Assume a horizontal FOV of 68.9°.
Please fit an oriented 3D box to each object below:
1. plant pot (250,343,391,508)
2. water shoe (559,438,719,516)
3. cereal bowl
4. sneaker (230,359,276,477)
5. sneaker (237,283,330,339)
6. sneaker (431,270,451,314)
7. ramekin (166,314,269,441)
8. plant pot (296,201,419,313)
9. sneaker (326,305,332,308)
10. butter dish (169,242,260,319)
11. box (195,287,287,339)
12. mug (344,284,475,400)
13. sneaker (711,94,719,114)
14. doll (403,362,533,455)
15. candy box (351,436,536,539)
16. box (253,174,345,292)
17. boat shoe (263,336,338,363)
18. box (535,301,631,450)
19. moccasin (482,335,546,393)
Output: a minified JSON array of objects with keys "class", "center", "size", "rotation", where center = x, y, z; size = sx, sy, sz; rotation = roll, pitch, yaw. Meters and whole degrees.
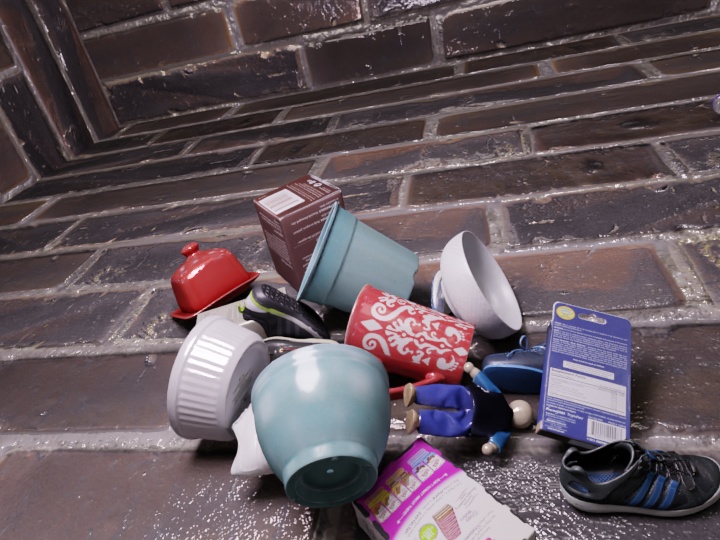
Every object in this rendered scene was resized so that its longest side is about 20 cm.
[{"class":"plant pot","center":[-0.045,0.217,0.685],"size":[0.194,0.204,0.136],"rotation":[-14,41,0]},{"class":"water shoe","center":[0.346,0.250,0.641],"size":[0.194,0.081,0.072],"rotation":[-10,32,7]},{"class":"cereal bowl","center":[0.205,0.036,0.945],"size":[0.082,0.200,0.202],"rotation":[-33,23,27]},{"class":"sneaker","center":[-0.161,0.227,0.827],"size":[0.086,0.076,0.202],"rotation":[-19,33,16]},{"class":"sneaker","center":[-0.148,0.099,1.012],"size":[0.083,0.198,0.072],"rotation":[-46,29,14]},{"class":"sneaker","center":[0.195,0.029,1.048],"size":[0.083,0.079,0.201],"rotation":[7,39,24]},{"class":"ramekin","center":[-0.225,0.186,0.876],"size":[0.091,0.207,0.204],"rotation":[11,38,14]},{"class":"plant pot","center":[0.000,0.000,1.021],"size":[0.191,0.203,0.202],"rotation":[22,34,-7]},{"class":"sneaker","center":[-0.005,0.015,1.163],"size":[0.079,0.077,0.202],"rotation":[12,47,21]},{"class":"butter dish","center":[-0.360,0.008,1.203],"size":[0.197,0.151,0.198],"rotation":[-33,15,-28]},{"class":"box","center":[-0.235,0.116,1.085],"size":[0.194,0.080,0.096],"rotation":[-16,32,-3]},{"class":"mug","center":[0.078,0.137,0.875],"size":[0.194,0.134,0.182],"rotation":[15,77,13]},{"class":"sneaker","center":[1.078,-0.479,1.473],"size":[0.193,0.072,0.100],"rotation":[-6,26,6]},{"class":"doll","center":[0.162,0.200,0.763],"size":[0.193,0.049,0.140],"rotation":[7,52,-10]},{"class":"candy box","center":[0.099,0.320,0.653],"size":[0.135,0.062,0.198],"rotation":[-32,35,-25]},{"class":"box","center":[-0.128,-0.089,1.238],"size":[0.162,0.205,0.165],"rotation":[-28,34,-22]},{"class":"boat shoe","center":[-0.132,0.169,0.967],"size":[0.195,0.076,0.063],"rotation":[-3,25,9]},{"class":"box","center":[0.326,0.151,0.757],"size":[0.118,0.033,0.204],"rotation":[13,61,11]},{"class":"moccasin","center":[0.289,0.151,0.829],"size":[0.193,0.082,0.070],"rotation":[4,48,5]}]
